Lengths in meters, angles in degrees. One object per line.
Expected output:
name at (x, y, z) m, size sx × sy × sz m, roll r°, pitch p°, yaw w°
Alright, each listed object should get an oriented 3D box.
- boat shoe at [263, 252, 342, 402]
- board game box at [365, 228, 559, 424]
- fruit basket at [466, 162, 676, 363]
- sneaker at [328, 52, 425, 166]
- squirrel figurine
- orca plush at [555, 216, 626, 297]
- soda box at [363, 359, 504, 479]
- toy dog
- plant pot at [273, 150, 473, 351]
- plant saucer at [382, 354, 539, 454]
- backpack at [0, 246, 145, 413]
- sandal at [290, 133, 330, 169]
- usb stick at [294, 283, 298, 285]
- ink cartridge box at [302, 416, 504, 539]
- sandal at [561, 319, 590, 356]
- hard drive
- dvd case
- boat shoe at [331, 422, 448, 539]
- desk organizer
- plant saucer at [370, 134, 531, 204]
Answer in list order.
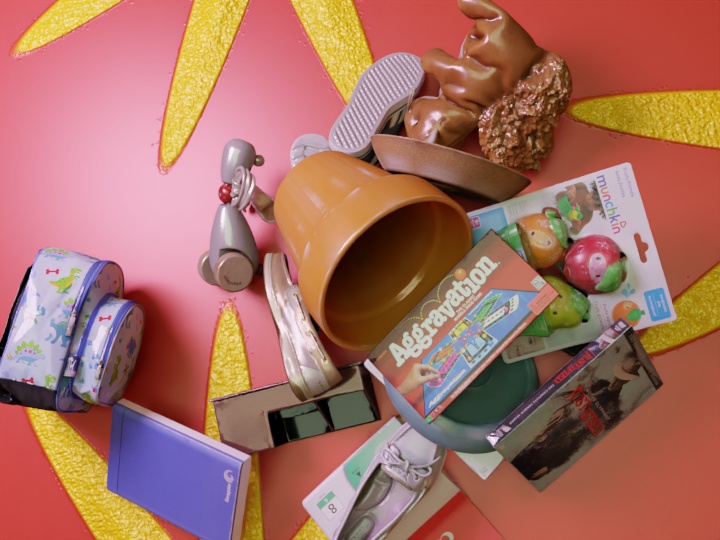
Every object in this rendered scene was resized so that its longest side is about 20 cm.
boat shoe at (-0.071, 0.061, 0.925) m, size 0.066 × 0.074 × 0.201 m, roll -18°, pitch 64°, yaw 1°
board game box at (0.110, 0.061, 0.825) m, size 0.103 × 0.019 × 0.200 m, roll 45°, pitch 96°, yaw 14°
fruit basket at (0.232, -0.004, 0.853) m, size 0.199 × 0.094 × 0.186 m, roll -16°, pitch 92°, yaw 22°
sneaker at (0.019, -0.203, 0.993) m, size 0.078 × 0.080 × 0.200 m, roll 27°, pitch 62°, yaw 17°
squirrel figurine at (0.153, -0.205, 0.935) m, size 0.200 × 0.141 × 0.187 m, roll 39°, pitch 96°, yaw 16°
orca plush at (0.267, -0.027, 0.935) m, size 0.199 × 0.071 × 0.106 m, roll 18°, pitch 130°, yaw 22°
soda box at (0.100, 0.159, 0.923) m, size 0.200 × 0.064 × 0.068 m, roll 42°, pitch 91°, yaw 13°
toy dog at (-0.145, -0.060, 0.984) m, size 0.132 × 0.096 × 0.201 m, roll 53°, pitch 129°, yaw 50°
plant pot at (-0.005, -0.042, 0.864) m, size 0.200 × 0.200 × 0.183 m, roll -45°, pitch 50°, yaw 1°
plant saucer at (0.124, 0.116, 0.889) m, size 0.199 × 0.027 × 0.201 m, roll 7°, pitch 57°, yaw -11°
backpack at (-0.361, 0.081, 0.966) m, size 0.146 × 0.183 × 0.201 m, roll 10°, pitch 77°, yaw -4°
sandal at (-0.054, -0.082, 1.000) m, size 0.082 × 0.050 × 0.204 m, roll 0°, pitch 75°, yaw -6°
usb stick at (0.000, 0.000, 0.983) m, size 0.199 × 0.033 × 0.056 m, roll -30°, pitch 69°, yaw 5°
ink cartridge box at (0.051, 0.307, 0.919) m, size 0.161 × 0.050 × 0.200 m, roll -43°, pitch 74°, yaw 2°
sandal at (0.207, 0.037, 0.938) m, size 0.200 × 0.045 × 0.075 m, roll 37°, pitch 95°, yaw -1°
hard drive at (-0.234, 0.258, 0.951) m, size 0.199 × 0.025 × 0.133 m, roll 18°, pitch 110°, yaw 22°
dvd case at (0.250, 0.159, 0.862) m, size 0.200 × 0.146 × 0.022 m, roll -42°, pitch 42°, yaw 1°
boat shoe at (0.032, 0.257, 0.871) m, size 0.074 × 0.065 × 0.202 m, roll 39°, pitch 94°, yaw 13°
desk organizer at (-0.080, 0.176, 0.951) m, size 0.199 × 0.072 × 0.077 m, roll -15°, pitch 81°, yaw 8°
plant saucer at (0.102, -0.115, 0.897) m, size 0.199 × 0.200 × 0.036 m, roll 17°, pitch 92°, yaw 13°
